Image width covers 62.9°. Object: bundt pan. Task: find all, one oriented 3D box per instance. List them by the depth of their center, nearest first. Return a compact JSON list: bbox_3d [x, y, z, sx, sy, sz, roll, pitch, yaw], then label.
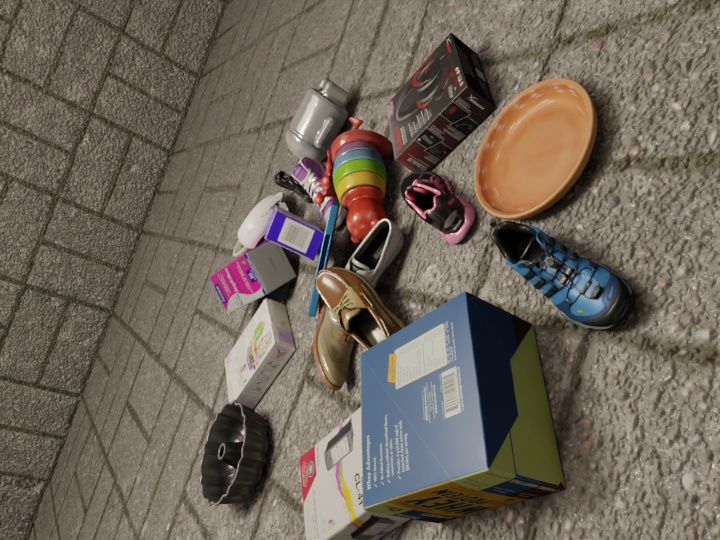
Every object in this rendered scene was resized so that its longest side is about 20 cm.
[{"bbox_3d":[-0.252,0.376,1.199,0.200,0.074,0.207,-35,43,41],"label":"bundt pan"}]

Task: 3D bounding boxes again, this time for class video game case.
[{"bbox_3d":[-0.069,-0.026,1.124,0.143,0.017,0.207,-101,23,-82],"label":"video game case"}]

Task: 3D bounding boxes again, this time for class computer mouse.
[{"bbox_3d":[-0.204,-0.135,1.359,0.201,0.109,0.044,-49,-5,-12],"label":"computer mouse"}]

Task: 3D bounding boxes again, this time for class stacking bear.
[{"bbox_3d":[0.004,-0.150,1.103,0.120,0.112,0.206,-27,56,31],"label":"stacking bear"}]

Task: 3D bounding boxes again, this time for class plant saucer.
[{"bbox_3d":[0.240,-0.162,0.811,0.199,0.037,0.206,-34,44,41],"label":"plant saucer"},{"bbox_3d":[-0.242,-0.103,1.474,0.200,0.050,0.202,-44,20,20],"label":"plant saucer"}]

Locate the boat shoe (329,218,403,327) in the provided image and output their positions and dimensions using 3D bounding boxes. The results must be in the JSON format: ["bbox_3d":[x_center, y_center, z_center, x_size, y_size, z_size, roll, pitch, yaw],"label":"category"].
[{"bbox_3d":[0.000,0.000,1.011,0.072,0.065,0.204,27,85,29],"label":"boat shoe"}]

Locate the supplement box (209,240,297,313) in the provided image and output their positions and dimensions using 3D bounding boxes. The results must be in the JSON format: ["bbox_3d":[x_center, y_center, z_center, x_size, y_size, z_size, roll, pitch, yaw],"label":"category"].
[{"bbox_3d":[-0.251,0.014,1.364,0.198,0.102,0.103,-25,95,50],"label":"supplement box"}]

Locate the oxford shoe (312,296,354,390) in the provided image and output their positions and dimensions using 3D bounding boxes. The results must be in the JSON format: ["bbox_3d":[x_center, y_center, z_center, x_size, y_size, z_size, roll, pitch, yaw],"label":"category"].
[{"bbox_3d":[-0.037,0.108,1.043,0.074,0.069,0.205,-31,48,36],"label":"oxford shoe"}]

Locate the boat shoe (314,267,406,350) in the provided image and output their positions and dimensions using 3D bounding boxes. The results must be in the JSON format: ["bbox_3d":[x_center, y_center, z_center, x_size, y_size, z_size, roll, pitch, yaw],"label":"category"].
[{"bbox_3d":[-0.003,0.065,0.934,0.199,0.073,0.077,39,110,26],"label":"boat shoe"}]

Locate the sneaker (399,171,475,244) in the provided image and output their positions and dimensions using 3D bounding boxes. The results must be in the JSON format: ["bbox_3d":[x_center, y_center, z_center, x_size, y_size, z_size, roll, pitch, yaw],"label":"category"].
[{"bbox_3d":[0.103,-0.120,0.943,0.080,0.094,0.200,-60,31,13],"label":"sneaker"}]

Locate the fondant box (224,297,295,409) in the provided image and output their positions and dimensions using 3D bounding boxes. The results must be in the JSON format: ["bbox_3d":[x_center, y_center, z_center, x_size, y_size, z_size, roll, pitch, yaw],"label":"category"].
[{"bbox_3d":[-0.225,0.187,1.294,0.202,0.057,0.146,-54,34,23],"label":"fondant box"}]

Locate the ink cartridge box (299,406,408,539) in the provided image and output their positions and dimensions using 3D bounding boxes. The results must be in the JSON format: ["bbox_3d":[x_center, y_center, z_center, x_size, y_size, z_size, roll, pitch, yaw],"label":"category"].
[{"bbox_3d":[0.000,0.301,0.851,0.200,0.084,0.150,-47,37,32],"label":"ink cartridge box"}]

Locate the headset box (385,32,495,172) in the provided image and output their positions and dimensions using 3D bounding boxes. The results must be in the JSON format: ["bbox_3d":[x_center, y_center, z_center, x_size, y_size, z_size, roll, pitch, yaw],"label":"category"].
[{"bbox_3d":[0.125,-0.277,1.021,0.199,0.074,0.152,-40,41,37],"label":"headset box"}]

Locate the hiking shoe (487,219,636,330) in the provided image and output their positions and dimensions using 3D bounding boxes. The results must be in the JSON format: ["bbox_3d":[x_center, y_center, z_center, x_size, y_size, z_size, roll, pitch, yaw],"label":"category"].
[{"bbox_3d":[0.224,0.003,0.685,0.076,0.085,0.200,-61,32,9],"label":"hiking shoe"}]

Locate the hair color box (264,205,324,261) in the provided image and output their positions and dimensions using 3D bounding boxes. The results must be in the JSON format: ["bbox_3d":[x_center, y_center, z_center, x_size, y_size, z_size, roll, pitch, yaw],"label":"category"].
[{"bbox_3d":[-0.141,-0.081,1.224,0.066,0.107,0.200,-64,12,6],"label":"hair color box"}]

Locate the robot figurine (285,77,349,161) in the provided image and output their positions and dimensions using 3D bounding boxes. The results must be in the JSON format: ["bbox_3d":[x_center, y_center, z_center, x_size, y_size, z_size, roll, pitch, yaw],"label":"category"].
[{"bbox_3d":[-0.103,-0.340,1.375,0.203,0.111,0.170,-59,28,13],"label":"robot figurine"}]

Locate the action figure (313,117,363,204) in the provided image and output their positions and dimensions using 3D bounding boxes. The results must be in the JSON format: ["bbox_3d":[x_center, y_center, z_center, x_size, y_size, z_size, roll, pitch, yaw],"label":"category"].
[{"bbox_3d":[-0.046,-0.221,1.224,0.050,0.066,0.204,14,66,24],"label":"action figure"}]

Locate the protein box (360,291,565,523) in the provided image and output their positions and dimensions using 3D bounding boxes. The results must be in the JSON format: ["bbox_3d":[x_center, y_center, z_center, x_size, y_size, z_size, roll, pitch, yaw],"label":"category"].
[{"bbox_3d":[0.109,0.174,0.712,0.199,0.132,0.204,-36,44,40],"label":"protein box"}]

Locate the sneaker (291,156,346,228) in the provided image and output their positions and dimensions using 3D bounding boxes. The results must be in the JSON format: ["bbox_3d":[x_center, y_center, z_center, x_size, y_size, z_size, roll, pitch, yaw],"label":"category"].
[{"bbox_3d":[-0.097,-0.172,1.265,0.073,0.112,0.203,-49,37,22],"label":"sneaker"}]
